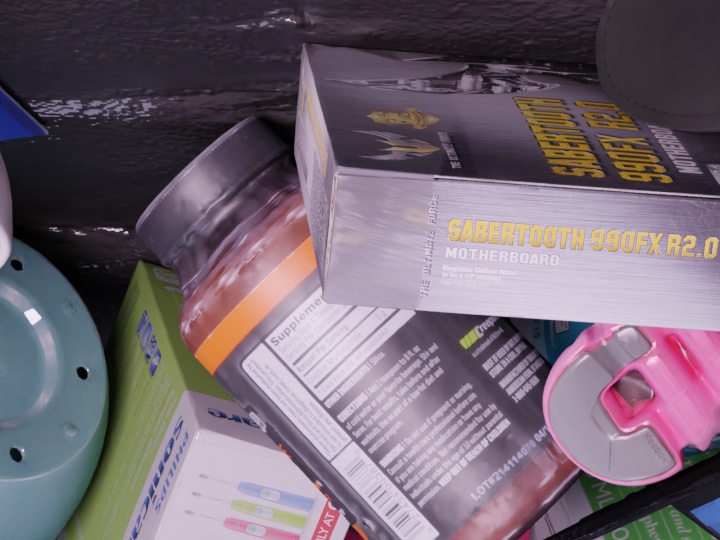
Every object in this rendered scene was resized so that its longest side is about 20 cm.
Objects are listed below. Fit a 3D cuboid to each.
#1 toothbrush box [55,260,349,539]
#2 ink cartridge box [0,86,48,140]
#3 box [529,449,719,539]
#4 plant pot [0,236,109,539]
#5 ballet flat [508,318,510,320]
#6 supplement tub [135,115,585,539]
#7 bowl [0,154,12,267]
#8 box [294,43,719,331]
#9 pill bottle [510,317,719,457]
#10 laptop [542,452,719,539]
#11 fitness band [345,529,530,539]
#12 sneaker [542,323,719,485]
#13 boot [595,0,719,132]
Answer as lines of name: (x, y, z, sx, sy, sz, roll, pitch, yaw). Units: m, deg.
toothbrush box: (-0.077, 0.105, 1.255, 0.086, 0.146, 0.200, 17, -163, -17)
ink cartridge box: (-0.239, -0.051, 1.115, 0.200, 0.039, 0.099, -4, 161, 16)
box: (0.188, 0.180, 1.343, 0.171, 0.199, 0.200, -15, 147, -10)
plant pot: (-0.209, 0.065, 1.244, 0.200, 0.201, 0.161, 14, 148, -34)
ballet flat: (0.056, 0.037, 1.336, 0.200, 0.062, 0.067, -5, 159, -2)
supplement tub: (0.000, 0.031, 1.108, 0.107, 0.200, 0.107, -43, 176, -4)
bowl: (-0.243, -0.055, 0.983, 0.200, 0.075, 0.200, -16, 142, 31)
box: (0.060, -0.034, 0.962, 0.158, 0.048, 0.200, 5, -164, -5)
pill bottle: (0.164, 0.019, 1.181, 0.111, 0.111, 0.200, 13, 159, -32)
laptop: (0.180, 0.116, 1.113, 0.200, 0.103, 0.177, -21, 172, -41)
fitness band: (0.003, 0.127, 1.370, 0.144, 0.037, 0.200, 27, 160, -15)
sneaker: (0.160, 0.004, 1.053, 0.200, 0.079, 0.095, -32, -177, 13)
boot: (0.205, -0.075, 0.962, 0.200, 0.069, 0.174, -4, 171, 40)
